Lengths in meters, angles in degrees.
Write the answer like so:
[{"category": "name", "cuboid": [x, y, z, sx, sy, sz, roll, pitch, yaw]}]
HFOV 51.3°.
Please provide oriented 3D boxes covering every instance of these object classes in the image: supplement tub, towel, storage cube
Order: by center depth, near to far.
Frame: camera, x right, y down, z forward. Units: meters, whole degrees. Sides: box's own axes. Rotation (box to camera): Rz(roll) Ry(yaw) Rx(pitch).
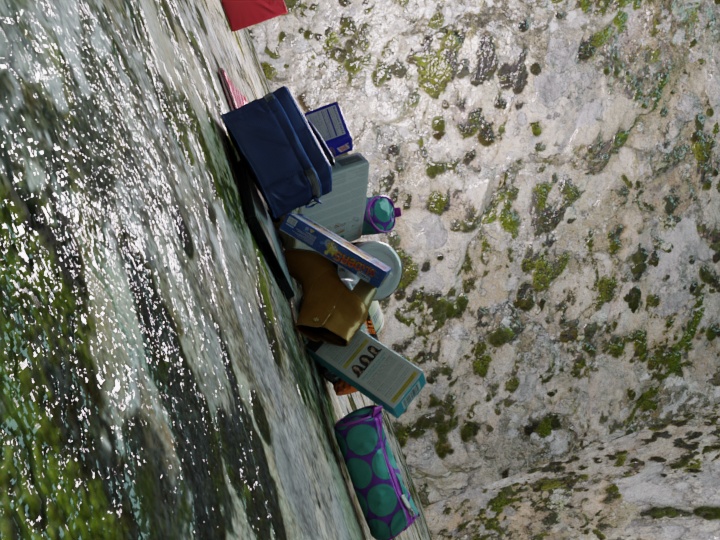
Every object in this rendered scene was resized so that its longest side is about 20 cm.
[{"category": "supplement tub", "cuboid": [-0.032, 0.126, 1.416, 0.123, 0.122, 0.200, 68, 2, -75]}, {"category": "towel", "cuboid": [-0.242, -0.321, 1.535, 0.200, 0.022, 0.145, 50, 20, -88]}, {"category": "supplement tub", "cuboid": [0.000, 0.000, 1.581, 0.123, 0.122, 0.200, 70, -18, -7]}, {"category": "storage cube", "cuboid": [-0.334, -0.840, 2.279, 0.200, 0.179, 0.171, -105, 176, -70]}]

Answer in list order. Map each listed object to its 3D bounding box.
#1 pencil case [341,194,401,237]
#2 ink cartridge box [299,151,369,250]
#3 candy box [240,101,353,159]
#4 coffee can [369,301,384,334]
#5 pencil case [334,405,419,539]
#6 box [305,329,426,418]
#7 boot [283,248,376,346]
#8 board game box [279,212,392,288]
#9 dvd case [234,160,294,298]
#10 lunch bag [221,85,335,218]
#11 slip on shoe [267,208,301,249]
[{"category": "pencil case", "cuboid": [-0.008, -0.112, 1.655, 0.200, 0.092, 0.085, -8, -95, 52]}, {"category": "ink cartridge box", "cuboid": [-0.065, -0.128, 1.505, 0.047, 0.160, 0.200, 48, -33, 35]}, {"category": "candy box", "cuboid": [-0.118, -0.233, 1.395, 0.169, 0.200, 0.077, -23, 93, -90]}, {"category": "coffee can", "cuboid": [-0.032, 0.073, 1.917, 0.146, 0.146, 0.200, -109, 180, -50]}, {"category": "pencil case", "cuboid": [0.027, 0.323, 1.210, 0.085, 0.092, 0.200, -19, 87, -53]}, {"category": "box", "cuboid": [0.007, 0.160, 1.276, 0.200, 0.082, 0.049, 32, -21, 28]}, {"category": "boot", "cuboid": [-0.082, 0.046, 1.291, 0.144, 0.201, 0.071, -54, 160, -41]}, {"category": "board game box", "cuboid": [-0.040, -0.038, 1.340, 0.200, 0.035, 0.135, 31, 6, 4]}, {"category": "dvd case", "cuboid": [-0.156, -0.065, 1.235, 0.200, 0.018, 0.143, 70, 0, -47]}, {"category": "lunch bag", "cuboid": [-0.121, -0.189, 1.222, 0.200, 0.132, 0.136, 60, -7, 6]}, {"category": "slip on shoe", "cuboid": [-0.150, -0.106, 1.426, 0.076, 0.060, 0.200, 53, -26, 27]}]
